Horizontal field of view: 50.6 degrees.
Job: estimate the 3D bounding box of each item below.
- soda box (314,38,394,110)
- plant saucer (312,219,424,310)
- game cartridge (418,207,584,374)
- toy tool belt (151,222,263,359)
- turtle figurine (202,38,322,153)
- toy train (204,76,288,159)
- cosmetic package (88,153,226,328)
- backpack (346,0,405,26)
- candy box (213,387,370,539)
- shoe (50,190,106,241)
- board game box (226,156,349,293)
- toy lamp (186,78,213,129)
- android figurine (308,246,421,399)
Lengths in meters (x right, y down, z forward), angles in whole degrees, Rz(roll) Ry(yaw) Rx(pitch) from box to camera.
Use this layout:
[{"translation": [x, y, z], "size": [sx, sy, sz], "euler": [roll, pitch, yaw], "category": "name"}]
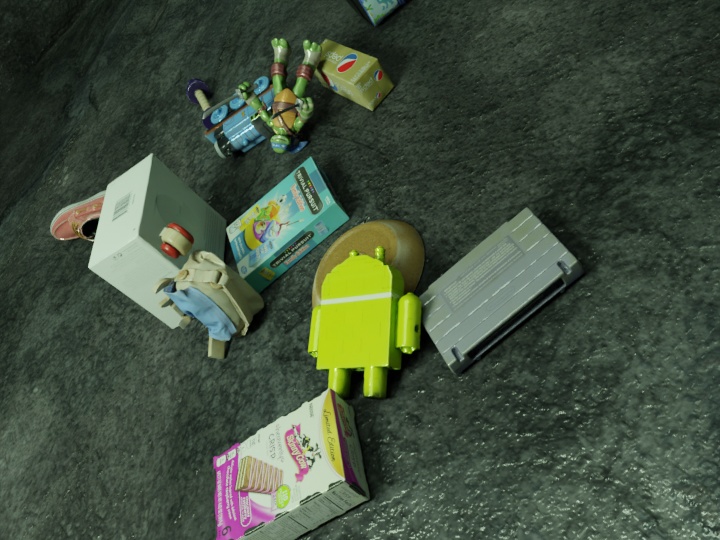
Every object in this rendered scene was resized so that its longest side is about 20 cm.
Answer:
[{"translation": [-0.022, -0.363, 1.406], "size": [0.064, 0.068, 0.200], "euler": [-46, 40, -2], "category": "soda box"}, {"translation": [0.000, 0.000, 1.111], "size": [0.197, 0.035, 0.204], "euler": [-23, 45, 25], "category": "plant saucer"}, {"translation": [0.166, 0.022, 0.952], "size": [0.199, 0.038, 0.130], "euler": [-40, 36, 8], "category": "game cartridge"}, {"translation": [-0.252, 0.038, 1.172], "size": [0.124, 0.200, 0.124], "euler": [8, 59, 53], "category": "toy tool belt"}, {"translation": [-0.144, -0.324, 1.356], "size": [0.142, 0.198, 0.199], "euler": [-1, 72, 49], "category": "turtle figurine"}, {"translation": [-0.221, -0.299, 1.514], "size": [0.197, 0.087, 0.116], "euler": [-29, 48, 19], "category": "toy train"}, {"translation": [-0.341, -0.048, 1.317], "size": [0.121, 0.200, 0.202], "euler": [-27, 43, 22], "category": "cosmetic package"}, {"translation": [0.009, -0.589, 1.465], "size": [0.145, 0.200, 0.185], "euler": [-34, 44, 11], "category": "backpack"}, {"translation": [-0.092, 0.258, 0.955], "size": [0.198, 0.061, 0.138], "euler": [-32, 41, 15], "category": "candy box"}, {"translation": [-0.623, -0.103, 1.704], "size": [0.197, 0.072, 0.092], "euler": [-24, 38, 17], "category": "shoe"}, {"translation": [-0.127, -0.078, 1.276], "size": [0.199, 0.047, 0.152], "euler": [-39, 41, 8], "category": "board game box"}, {"translation": [-0.354, -0.382, 1.717], "size": [0.058, 0.058, 0.201], "euler": [-41, 40, 4], "category": "toy lamp"}, {"translation": [0.001, 0.068, 1.010], "size": [0.179, 0.041, 0.205], "euler": [-10, 69, 37], "category": "android figurine"}]
